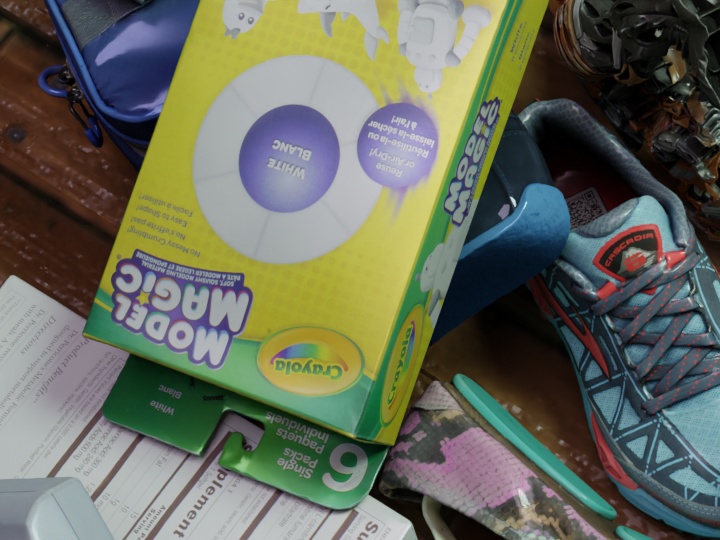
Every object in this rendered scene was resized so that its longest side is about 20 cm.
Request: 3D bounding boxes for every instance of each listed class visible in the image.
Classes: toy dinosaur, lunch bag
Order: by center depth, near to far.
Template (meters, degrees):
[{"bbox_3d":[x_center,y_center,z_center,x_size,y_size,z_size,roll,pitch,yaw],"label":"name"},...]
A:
[{"bbox_3d":[0.116,-0.094,0.862,0.135,0.199,0.103,-11,49,59],"label":"toy dinosaur"},{"bbox_3d":[-0.045,-0.117,0.952,0.199,0.133,0.136,-28,59,-2],"label":"lunch bag"}]

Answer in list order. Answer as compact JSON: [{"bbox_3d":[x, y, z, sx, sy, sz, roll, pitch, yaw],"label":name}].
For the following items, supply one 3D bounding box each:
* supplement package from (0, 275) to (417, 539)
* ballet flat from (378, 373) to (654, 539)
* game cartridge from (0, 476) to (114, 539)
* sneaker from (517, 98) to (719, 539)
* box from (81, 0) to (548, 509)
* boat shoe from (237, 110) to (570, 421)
[{"bbox_3d":[-0.078,0.111,0.849,0.199,0.114,0.110,29,72,26],"label":"supplement package"},{"bbox_3d":[0.085,0.115,0.838,0.200,0.069,0.071,35,94,32],"label":"ballet flat"},{"bbox_3d":[-0.111,0.170,0.779,0.132,0.201,0.041,-8,14,37],"label":"game cartridge"},{"bbox_3d":[0.105,0.016,0.861,0.079,0.096,0.201,-31,59,-1],"label":"sneaker"},{"bbox_3d":[-0.021,-0.026,0.791,0.117,0.048,0.201,18,90,21],"label":"box"},{"bbox_3d":[0.000,0.000,0.887,0.199,0.084,0.069,-28,65,27],"label":"boat shoe"}]
